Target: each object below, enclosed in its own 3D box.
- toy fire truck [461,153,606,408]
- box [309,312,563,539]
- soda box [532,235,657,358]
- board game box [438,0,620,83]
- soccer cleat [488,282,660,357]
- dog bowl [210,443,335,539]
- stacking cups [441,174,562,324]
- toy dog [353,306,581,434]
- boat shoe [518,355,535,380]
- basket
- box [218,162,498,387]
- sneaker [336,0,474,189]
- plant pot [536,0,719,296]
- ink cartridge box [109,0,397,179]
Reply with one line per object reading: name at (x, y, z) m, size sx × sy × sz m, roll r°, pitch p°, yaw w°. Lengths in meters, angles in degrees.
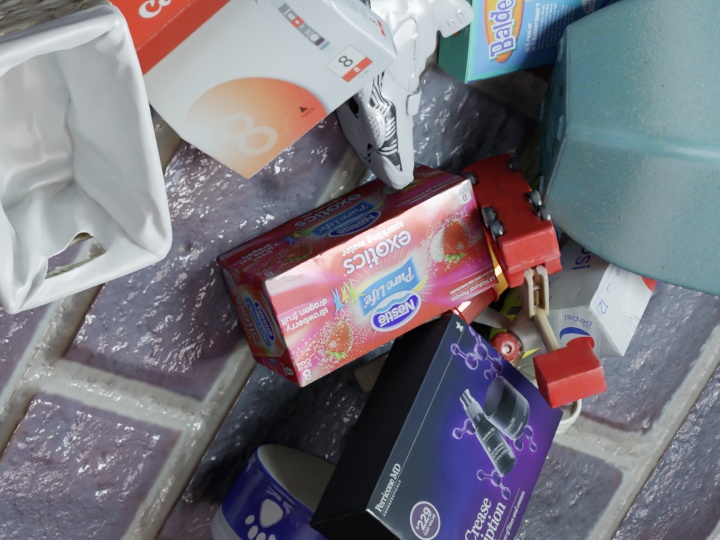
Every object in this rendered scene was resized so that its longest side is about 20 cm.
toy fire truck at (0.139, 0.005, 1.585) m, size 0.049 × 0.200 × 0.141 m, roll -18°, pitch 120°, yaw -2°
box at (0.064, 0.158, 1.562) m, size 0.141 × 0.079 × 0.200 m, roll 40°, pitch 53°, yaw -20°
soda box at (0.221, -0.013, 1.691) m, size 0.063 × 0.068 × 0.200 m, roll 54°, pitch 47°, yaw -27°
board game box at (0.161, -0.247, 1.596) m, size 0.200 × 0.045 × 0.152 m, roll -15°, pitch 125°, yaw -29°
soccer cleat at (0.205, 0.022, 1.764) m, size 0.200 × 0.084 × 0.065 m, roll -34°, pitch 132°, yaw -14°
dog bowl at (-0.023, 0.232, 1.647) m, size 0.200 × 0.200 × 0.079 m, roll 24°, pitch 100°, yaw -42°
stacking cups at (0.139, -0.034, 1.678) m, size 0.200 × 0.060 × 0.061 m, roll -44°, pitch 134°, yaw -18°
toy dog at (0.088, 0.088, 1.711) m, size 0.199 × 0.096 × 0.132 m, roll -8°, pitch 91°, yaw -13°
boat shoe at (0.088, 0.142, 1.771) m, size 0.200 × 0.075 × 0.073 m, roll -26°, pitch 144°, yaw -17°
basket at (-0.225, -0.096, 1.350) m, size 0.135 × 0.123 × 0.200 m, roll -21°, pitch 127°, yaw -18°
box at (0.000, 0.000, 1.582) m, size 0.200 × 0.095 × 0.100 m, roll -27°, pitch 114°, yaw -21°
sneaker at (0.036, -0.163, 1.535) m, size 0.115 × 0.075 × 0.200 m, roll -29°, pitch 127°, yaw -15°
plant pot at (0.251, -0.112, 1.587) m, size 0.199 × 0.197 × 0.196 m, roll 7°, pitch 146°, yaw -4°
ink cartridge box at (-0.095, -0.166, 1.409) m, size 0.162 × 0.050 × 0.200 m, roll -37°, pitch 137°, yaw 24°
